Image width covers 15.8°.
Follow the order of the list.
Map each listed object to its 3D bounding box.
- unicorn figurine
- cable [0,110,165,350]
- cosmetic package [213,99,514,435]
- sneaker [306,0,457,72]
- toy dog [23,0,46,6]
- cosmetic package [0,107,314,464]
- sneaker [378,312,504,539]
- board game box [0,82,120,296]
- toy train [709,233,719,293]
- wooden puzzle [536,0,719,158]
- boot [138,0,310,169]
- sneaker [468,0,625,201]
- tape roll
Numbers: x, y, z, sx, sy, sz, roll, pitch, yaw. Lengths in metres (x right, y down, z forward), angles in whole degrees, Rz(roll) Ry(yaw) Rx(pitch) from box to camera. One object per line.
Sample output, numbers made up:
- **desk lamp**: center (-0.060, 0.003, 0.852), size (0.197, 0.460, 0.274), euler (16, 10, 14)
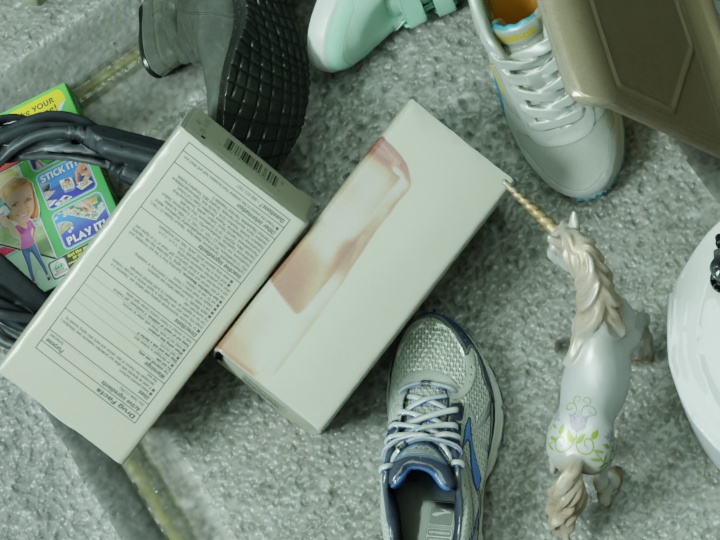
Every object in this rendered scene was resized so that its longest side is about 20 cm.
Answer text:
- **unicorn figurine**: center (0.140, 0.057, 1.586), size (0.073, 0.137, 0.201), euler (-6, 71, 11)
- **cable**: center (-0.188, -0.017, 1.701), size (0.199, 0.051, 0.164), euler (13, 99, -3)
- **cosmetic package**: center (0.000, 0.000, 1.646), size (0.087, 0.103, 0.200), euler (38, 82, 0)
- **sneaker**: center (0.061, -0.188, 1.713), size (0.200, 0.074, 0.118), euler (-46, 63, -7)
- **toy dog**: center (-0.315, -0.284, 1.801), size (0.198, 0.140, 0.195), euler (2, 60, 13)
- **cosmetic package**: center (-0.128, 0.009, 1.637), size (0.105, 0.071, 0.200), euler (38, 103, -6)
- **sneaker**: center (0.047, 0.118, 1.616), size (0.076, 0.085, 0.201), euler (-5, 71, 11)
- **board game box**: center (-0.261, -0.024, 1.761), size (0.199, 0.029, 0.135), euler (-27, 70, 3)
- **toy train**: center (0.255, 0.065, 1.538), size (0.046, 0.034, 0.201), euler (-20, 70, 2)
- **wooden puzzle**: center (0.164, -0.165, 1.634), size (0.037, 0.199, 0.186), euler (-29, 66, 32)
- **boot**: center (-0.098, -0.146, 1.732), size (0.130, 0.067, 0.202), euler (-16, 65, 47)
- **sneaker**: center (0.111, -0.135, 1.652), size (0.076, 0.081, 0.201), euler (-17, 101, 19)
- **tape roll**: center (0.288, 0.047, 1.592), size (0.201, 0.071, 0.204), euler (-4, 73, 12)
